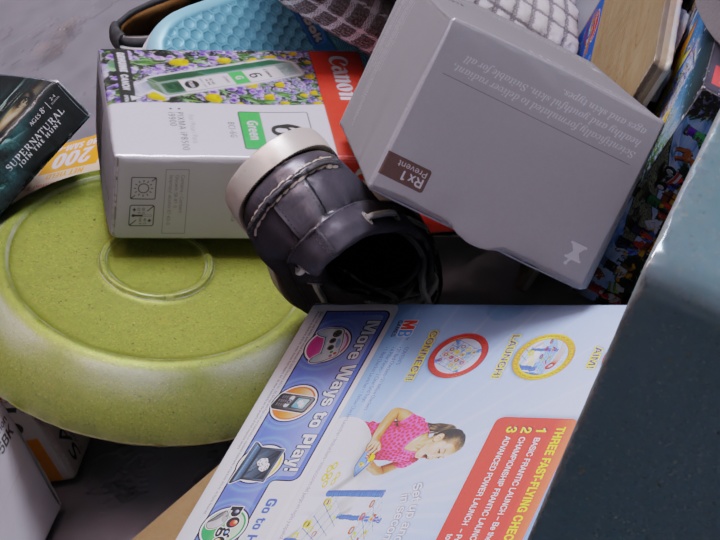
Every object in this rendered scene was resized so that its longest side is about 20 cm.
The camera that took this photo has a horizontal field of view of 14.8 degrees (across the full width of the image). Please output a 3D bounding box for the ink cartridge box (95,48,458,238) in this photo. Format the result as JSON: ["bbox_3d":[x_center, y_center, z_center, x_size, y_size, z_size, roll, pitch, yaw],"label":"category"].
[{"bbox_3d":[-0.028,-0.064,1.364,0.199,0.051,0.109,-1,33,-10],"label":"ink cartridge box"}]

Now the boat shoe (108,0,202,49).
[{"bbox_3d":[-0.050,-0.161,1.590,0.200,0.068,0.072,-31,30,-9],"label":"boat shoe"}]

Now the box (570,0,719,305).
[{"bbox_3d":[0.160,-0.089,1.277,0.137,0.038,0.200,-60,6,44],"label":"box"}]

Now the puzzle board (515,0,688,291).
[{"bbox_3d":[0.126,-0.101,1.335,0.200,0.017,0.151,-73,9,-50],"label":"puzzle board"}]

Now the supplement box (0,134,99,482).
[{"bbox_3d":[-0.186,0.024,1.417,0.126,0.074,0.200,-13,35,23],"label":"supplement box"}]

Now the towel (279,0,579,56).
[{"bbox_3d":[0.020,-0.181,1.442,0.086,0.165,0.200,-43,36,28],"label":"towel"}]

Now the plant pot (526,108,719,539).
[{"bbox_3d":[0.195,0.038,0.984,0.199,0.196,0.197,24,49,7],"label":"plant pot"}]

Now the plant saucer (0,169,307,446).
[{"bbox_3d":[-0.099,0.007,1.329,0.199,0.031,0.200,4,38,-3],"label":"plant saucer"}]

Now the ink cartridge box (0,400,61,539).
[{"bbox_3d":[-0.259,0.142,1.293,0.199,0.083,0.147,-9,36,26],"label":"ink cartridge box"}]

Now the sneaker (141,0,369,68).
[{"bbox_3d":[-0.059,-0.108,1.513,0.199,0.080,0.130,-17,-12,-37],"label":"sneaker"}]

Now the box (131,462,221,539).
[{"bbox_3d":[-0.040,0.136,1.194,0.200,0.021,0.163,-41,35,-20],"label":"box"}]

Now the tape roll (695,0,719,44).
[{"bbox_3d":[0.238,-0.147,1.184,0.202,0.037,0.203,-10,38,8],"label":"tape roll"}]

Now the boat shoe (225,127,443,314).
[{"bbox_3d":[0.000,0.000,1.240,0.073,0.200,0.063,-41,65,2],"label":"boat shoe"}]

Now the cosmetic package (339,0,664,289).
[{"bbox_3d":[0.057,-0.065,1.224,0.090,0.106,0.200,-64,10,6],"label":"cosmetic package"}]

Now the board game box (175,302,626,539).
[{"bbox_3d":[0.032,0.099,1.125,0.195,0.056,0.200,0,42,32],"label":"board game box"}]

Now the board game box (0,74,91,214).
[{"bbox_3d":[-0.219,-0.045,1.415,0.135,0.028,0.200,-49,21,-12],"label":"board game box"}]
